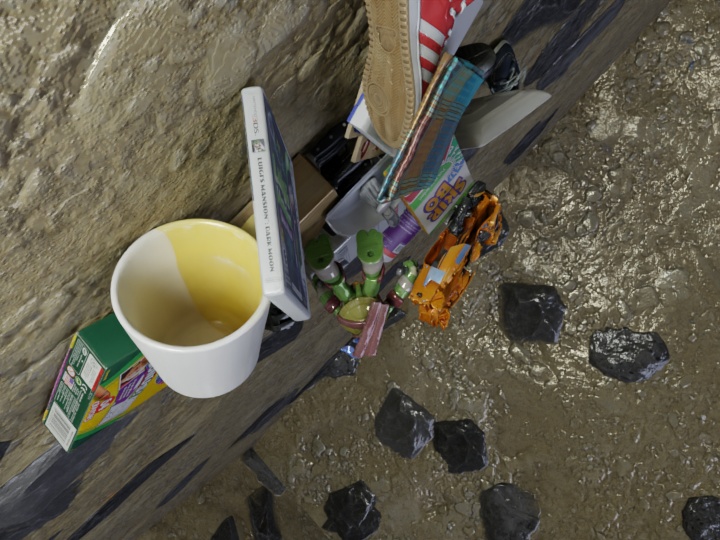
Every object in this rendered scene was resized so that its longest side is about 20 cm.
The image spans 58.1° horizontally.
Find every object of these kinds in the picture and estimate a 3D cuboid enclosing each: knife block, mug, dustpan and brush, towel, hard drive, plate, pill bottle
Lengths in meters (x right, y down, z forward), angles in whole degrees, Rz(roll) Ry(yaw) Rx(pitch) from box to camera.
[{"bbox_3d":[-0.071,-0.095,0.787,0.199,0.064,0.176,-35,166,-45],"label":"knife block"},{"bbox_3d":[-0.147,0.047,0.671,0.185,0.150,0.154,-23,149,-21],"label":"mug"},{"bbox_3d":[0.029,-0.090,0.886,0.140,0.057,0.200,-45,176,3],"label":"dustpan and brush"},{"bbox_3d":[0.076,-0.141,0.654,0.148,0.022,0.200,-65,171,18],"label":"towel"},{"bbox_3d":[0.063,-0.229,0.701,0.202,0.025,0.132,-61,162,6],"label":"hard drive"},{"bbox_3d":[0.179,-0.247,1.065,0.199,0.033,0.198,-36,-157,-30],"label":"plate"},{"bbox_3d":[0.075,-0.120,1.183,0.200,0.112,0.112,-47,171,14],"label":"pill bottle"}]

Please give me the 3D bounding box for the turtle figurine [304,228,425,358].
[{"bbox_3d":[0.000,0.000,0.888,0.201,0.143,0.195,-57,154,-21],"label":"turtle figurine"}]

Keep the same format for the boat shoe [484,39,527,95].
[{"bbox_3d":[0.249,-0.339,1.132,0.075,0.062,0.200,-44,171,7],"label":"boat shoe"}]

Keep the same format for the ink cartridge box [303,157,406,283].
[{"bbox_3d":[-0.025,-0.075,1.021,0.200,0.083,0.145,-43,170,-6],"label":"ink cartridge box"}]

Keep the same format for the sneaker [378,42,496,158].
[{"bbox_3d":[0.109,-0.205,0.855,0.199,0.077,0.114,-39,129,22],"label":"sneaker"}]

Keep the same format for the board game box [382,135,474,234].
[{"bbox_3d":[0.098,-0.113,0.850,0.095,0.030,0.200,-44,157,3],"label":"board game box"}]

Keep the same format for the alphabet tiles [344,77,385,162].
[{"bbox_3d":[0.044,-0.220,0.726,0.167,0.007,0.202,-32,147,-56],"label":"alphabet tiles"}]

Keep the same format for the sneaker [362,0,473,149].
[{"bbox_3d":[0.060,-0.218,0.603,0.112,0.071,0.202,-35,142,-31],"label":"sneaker"}]

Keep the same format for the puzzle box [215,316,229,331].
[{"bbox_3d":[-0.183,0.074,0.847,0.134,0.025,0.200,-61,-166,-7],"label":"puzzle box"}]

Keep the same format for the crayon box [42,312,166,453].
[{"bbox_3d":[-0.280,0.111,0.792,0.172,0.058,0.200,-34,167,-50],"label":"crayon box"}]

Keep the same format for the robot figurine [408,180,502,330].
[{"bbox_3d":[0.138,-0.023,0.899,0.201,0.058,0.145,-58,158,-11],"label":"robot figurine"}]

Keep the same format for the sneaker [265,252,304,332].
[{"bbox_3d":[-0.106,0.032,0.908,0.070,0.100,0.200,-24,-178,-24],"label":"sneaker"}]

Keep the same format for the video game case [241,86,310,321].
[{"bbox_3d":[-0.079,-0.052,0.640,0.023,0.185,0.200,-8,170,1],"label":"video game case"}]
